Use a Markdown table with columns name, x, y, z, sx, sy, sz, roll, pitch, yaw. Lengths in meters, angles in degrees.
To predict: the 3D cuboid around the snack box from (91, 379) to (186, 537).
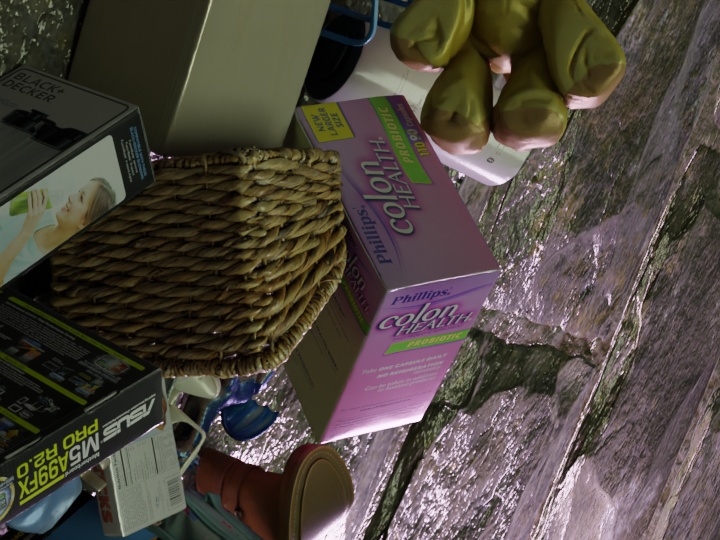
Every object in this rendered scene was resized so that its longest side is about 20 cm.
| name | x | y | z | sx | sy | sz | roll | pitch | yaw |
| --- | --- | --- | --- | --- | --- | --- | --- | --- | --- |
| snack box | -0.179 | 0.095 | 1.118 | 0.072 | 0.024 | 0.200 | -17 | 101 | -51 |

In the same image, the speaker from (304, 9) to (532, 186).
| name | x | y | z | sx | sy | sz | roll | pitch | yaw |
| --- | --- | --- | --- | --- | --- | --- | --- | --- | --- |
| speaker | 0.052 | -0.142 | 1.239 | 0.200 | 0.081 | 0.081 | 22 | 92 | -34 |

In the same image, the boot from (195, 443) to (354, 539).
| name | x | y | z | sx | sy | sz | roll | pitch | yaw |
| --- | --- | --- | --- | --- | --- | --- | --- | --- | --- |
| boot | -0.080 | 0.191 | 1.285 | 0.077 | 0.155 | 0.200 | -37 | 143 | -25 |

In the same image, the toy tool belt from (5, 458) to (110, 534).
| name | x | y | z | sx | sy | sz | roll | pitch | yaw |
| --- | --- | --- | --- | --- | --- | --- | --- | --- | --- |
| toy tool belt | -0.238 | 0.131 | 1.031 | 0.125 | 0.123 | 0.200 | -55 | 148 | -18 |

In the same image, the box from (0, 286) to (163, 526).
| name | x | y | z | sx | sy | sz | roll | pitch | yaw |
| --- | --- | --- | --- | --- | --- | --- | --- | --- | --- |
| box | -0.246 | 0.072 | 0.902 | 0.160 | 0.200 | 0.044 | -32 | 136 | -45 |

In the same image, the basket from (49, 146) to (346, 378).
| name | x | y | z | sx | sy | sz | roll | pitch | yaw |
| --- | --- | --- | --- | --- | --- | --- | --- | --- | --- |
| basket | -0.108 | -0.004 | 1.035 | 0.143 | 0.200 | 0.149 | -6 | 91 | -59 |

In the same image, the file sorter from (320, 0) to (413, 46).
| name | x | y | z | sx | sy | sz | roll | pitch | yaw |
| --- | --- | --- | --- | --- | --- | --- | --- | --- | --- |
| file sorter | 0.022 | -0.272 | 1.161 | 0.200 | 0.123 | 0.139 | -33 | 137 | -44 |

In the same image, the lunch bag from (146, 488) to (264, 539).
| name | x | y | z | sx | sy | sz | roll | pitch | yaw |
| --- | --- | --- | --- | --- | --- | --- | --- | --- | --- |
| lunch bag | -0.136 | 0.273 | 1.215 | 0.161 | 0.200 | 0.077 | -59 | 155 | 3 |

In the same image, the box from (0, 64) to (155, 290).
| name | x | y | z | sx | sy | sz | roll | pitch | yaw |
| --- | --- | --- | --- | --- | --- | --- | --- | --- | --- |
| box | -0.240 | -0.046 | 0.917 | 0.200 | 0.117 | 0.060 | -39 | 137 | -36 |

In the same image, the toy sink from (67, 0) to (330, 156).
| name | x | y | z | sx | sy | sz | roll | pitch | yaw |
| --- | --- | --- | --- | --- | --- | --- | --- | --- | --- |
| toy sink | -0.106 | -0.191 | 1.029 | 0.130 | 0.112 | 0.200 | -8 | 122 | -55 |

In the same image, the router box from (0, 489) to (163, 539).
| name | x | y | z | sx | sy | sz | roll | pitch | yaw |
| --- | --- | --- | --- | --- | --- | --- | --- | --- | --- |
| router box | -0.236 | 0.266 | 1.103 | 0.200 | 0.149 | 0.051 | -45 | 145 | -32 |

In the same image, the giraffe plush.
| name | x | y | z | sx | sy | sz | roll | pitch | yaw |
| --- | --- | --- | --- | --- | --- | --- | --- | --- | --- |
| giraffe plush | 0.121 | -0.185 | 1.145 | 0.162 | 0.172 | 0.200 | 7 | 78 | -75 |

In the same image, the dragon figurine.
| name | x | y | z | sx | sy | sz | roll | pitch | yaw |
| --- | --- | --- | --- | --- | --- | --- | --- | --- | --- |
| dragon figurine | -0.106 | 0.107 | 1.281 | 0.200 | 0.059 | 0.100 | -22 | 130 | -45 |

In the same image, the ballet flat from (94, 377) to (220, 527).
| name | x | y | z | sx | sy | sz | roll | pitch | yaw |
| --- | --- | --- | --- | --- | --- | --- | --- | --- | --- |
| ballet flat | -0.154 | 0.111 | 1.185 | 0.069 | 0.071 | 0.200 | -10 | 117 | -84 |

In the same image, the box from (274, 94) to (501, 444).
| name | x | y | z | sx | sy | sz | roll | pitch | yaw |
| --- | --- | --- | --- | --- | --- | --- | --- | --- | --- |
| box | 0.000 | 0.000 | 1.130 | 0.097 | 0.176 | 0.200 | -10 | 146 | -25 |
